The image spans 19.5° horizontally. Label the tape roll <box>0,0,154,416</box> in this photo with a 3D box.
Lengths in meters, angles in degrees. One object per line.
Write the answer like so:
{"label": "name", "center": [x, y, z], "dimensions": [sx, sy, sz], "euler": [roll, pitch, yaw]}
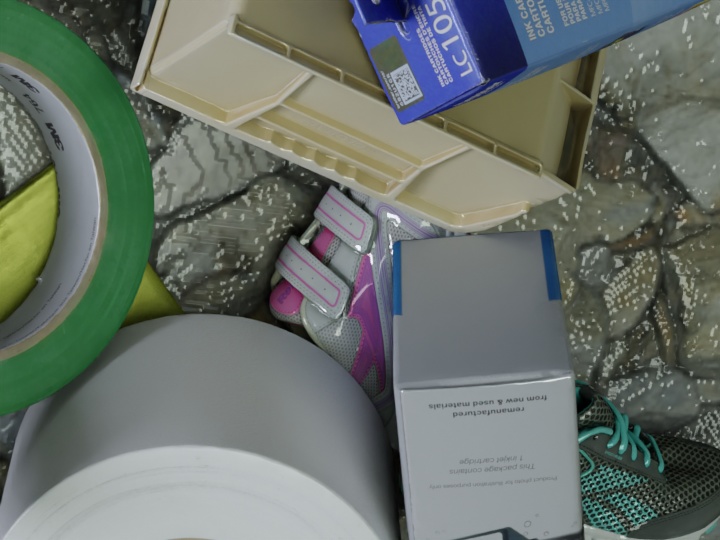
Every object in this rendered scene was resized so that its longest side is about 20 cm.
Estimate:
{"label": "tape roll", "center": [-0.195, -0.031, 0.987], "dimensions": [0.200, 0.048, 0.201], "euler": [-2, 93, -33]}

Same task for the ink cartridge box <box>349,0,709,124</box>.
{"label": "ink cartridge box", "center": [0.060, -0.152, 0.927], "dimensions": [0.200, 0.076, 0.137], "euler": [-24, 91, -31]}

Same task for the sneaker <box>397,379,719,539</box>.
{"label": "sneaker", "center": [0.125, 0.102, 1.143], "dimensions": [0.199, 0.078, 0.091], "euler": [3, 131, -23]}

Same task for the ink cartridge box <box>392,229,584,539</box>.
{"label": "ink cartridge box", "center": [0.063, 0.101, 1.016], "dimensions": [0.086, 0.147, 0.201], "euler": [-6, 118, 4]}

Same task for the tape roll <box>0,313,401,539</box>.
{"label": "tape roll", "center": [-0.079, 0.140, 1.025], "dimensions": [0.202, 0.139, 0.203], "euler": [-1, 114, -2]}

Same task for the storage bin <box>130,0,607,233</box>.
{"label": "storage bin", "center": [0.021, -0.148, 1.001], "dimensions": [0.198, 0.094, 0.201], "euler": [23, 67, -24]}

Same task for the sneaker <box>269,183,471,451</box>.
{"label": "sneaker", "center": [0.000, 0.000, 1.082], "dimensions": [0.088, 0.081, 0.201], "euler": [0, 103, -22]}

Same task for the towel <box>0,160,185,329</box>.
{"label": "towel", "center": [-0.128, 0.042, 1.083], "dimensions": [0.086, 0.018, 0.200], "euler": [-39, 113, -13]}
